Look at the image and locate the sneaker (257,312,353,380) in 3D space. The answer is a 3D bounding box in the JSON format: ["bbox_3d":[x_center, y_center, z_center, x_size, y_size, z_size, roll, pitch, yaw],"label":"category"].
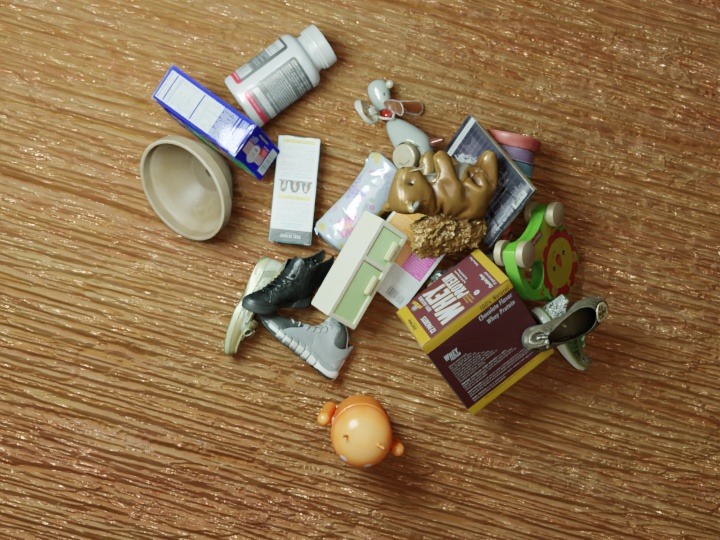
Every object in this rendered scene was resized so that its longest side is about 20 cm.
[{"bbox_3d":[-0.095,0.109,1.747,0.200,0.075,0.116,41,82,-21],"label":"sneaker"}]

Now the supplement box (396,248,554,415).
[{"bbox_3d":[0.211,0.112,1.687,0.197,0.133,0.201,-37,121,1],"label":"supplement box"}]

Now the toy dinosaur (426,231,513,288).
[{"bbox_3d":[0.228,0.006,1.771,0.198,0.047,0.089,-28,85,-4],"label":"toy dinosaur"}]

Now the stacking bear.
[{"bbox_3d":[0.266,-0.157,1.739,0.120,0.114,0.203,12,96,-2],"label":"stacking bear"}]

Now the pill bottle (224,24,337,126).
[{"bbox_3d":[-0.146,-0.369,1.717,0.199,0.111,0.111,-36,92,0],"label":"pill bottle"}]

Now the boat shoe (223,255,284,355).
[{"bbox_3d":[-0.201,0.074,1.747,0.063,0.073,0.203,24,83,1],"label":"boat shoe"}]

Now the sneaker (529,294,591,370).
[{"bbox_3d":[0.400,0.116,1.724,0.088,0.077,0.200,-41,128,8],"label":"sneaker"}]

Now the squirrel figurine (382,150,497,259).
[{"bbox_3d":[0.137,-0.113,1.641,0.185,0.141,0.203,-15,107,-33],"label":"squirrel figurine"}]

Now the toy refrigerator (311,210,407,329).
[{"bbox_3d":[0.000,0.000,1.693,0.076,0.070,0.201,31,89,-39],"label":"toy refrigerator"}]

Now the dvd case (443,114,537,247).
[{"bbox_3d":[0.223,-0.166,1.697,0.201,0.016,0.149,54,130,25],"label":"dvd case"}]

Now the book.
[{"bbox_3d":[0.090,-0.042,1.765,0.133,0.048,0.201,38,92,-3],"label":"book"}]

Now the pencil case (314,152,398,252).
[{"bbox_3d":[0.001,-0.127,1.741,0.090,0.083,0.201,38,90,-2],"label":"pencil case"}]

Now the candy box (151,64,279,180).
[{"bbox_3d":[-0.261,-0.265,1.667,0.199,0.169,0.077,37,88,13],"label":"candy box"}]

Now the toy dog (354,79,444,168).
[{"bbox_3d":[0.090,-0.279,1.726,0.096,0.132,0.201,-31,102,28],"label":"toy dog"}]

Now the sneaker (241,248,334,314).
[{"bbox_3d":[-0.135,0.018,1.708,0.060,0.199,0.105,28,111,37],"label":"sneaker"}]

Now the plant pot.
[{"bbox_3d":[-0.306,-0.166,1.707,0.199,0.093,0.203,18,128,24],"label":"plant pot"}]

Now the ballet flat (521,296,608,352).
[{"bbox_3d":[0.378,0.100,1.649,0.198,0.046,0.068,-19,104,-26],"label":"ballet flat"}]

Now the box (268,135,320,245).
[{"bbox_3d":[-0.125,-0.152,1.753,0.081,0.049,0.203,6,91,-1],"label":"box"}]

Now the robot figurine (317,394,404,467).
[{"bbox_3d":[-0.001,0.296,1.692,0.116,0.200,0.145,-29,93,-1],"label":"robot figurine"}]

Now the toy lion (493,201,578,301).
[{"bbox_3d":[0.342,-0.017,1.708,0.200,0.068,0.193,-47,124,-36],"label":"toy lion"}]
